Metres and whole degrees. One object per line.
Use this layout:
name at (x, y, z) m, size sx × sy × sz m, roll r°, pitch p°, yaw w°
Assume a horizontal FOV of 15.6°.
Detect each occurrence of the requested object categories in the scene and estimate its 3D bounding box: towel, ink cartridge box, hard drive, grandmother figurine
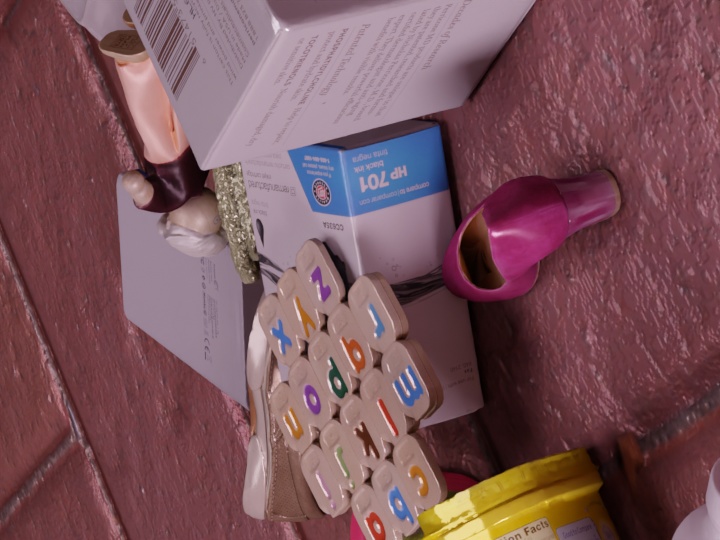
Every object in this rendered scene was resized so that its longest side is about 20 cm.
towel at (-0.093, -0.102, 1.882) m, size 0.148 × 0.036 × 0.201 m, roll -94°, pitch -5°, yaw -75°
ink cartridge box at (0.000, 0.000, 1.788) m, size 0.146 × 0.086 × 0.201 m, roll 10°, pitch 112°, yaw 58°
hard drive at (-0.133, 0.013, 2.087) m, size 0.200 × 0.025 × 0.133 m, roll 33°, pitch 131°, yaw 50°
grandmother figurine at (-0.137, -0.090, 1.900) m, size 0.060 × 0.121 × 0.201 m, roll 14°, pitch 136°, yaw 33°

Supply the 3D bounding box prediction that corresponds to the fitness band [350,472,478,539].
fitness band at (0.057, 0.213, 1.849) m, size 0.200 × 0.037 × 0.144 m, roll -6°, pitch 96°, yaw 60°

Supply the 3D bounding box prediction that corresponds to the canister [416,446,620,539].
canister at (0.128, 0.220, 1.613) m, size 0.086 × 0.148 × 0.201 m, roll -29°, pitch 80°, yaw 25°

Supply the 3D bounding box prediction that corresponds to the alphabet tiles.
alphabet tiles at (-0.005, 0.085, 1.739) m, size 0.196 × 0.015 × 0.200 m, roll 62°, pitch 148°, yaw 17°

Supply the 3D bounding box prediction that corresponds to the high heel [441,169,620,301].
high heel at (0.076, -0.013, 1.635) m, size 0.200 × 0.096 × 0.068 m, roll -21°, pitch 86°, yaw 61°

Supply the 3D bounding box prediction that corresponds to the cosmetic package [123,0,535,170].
cosmetic package at (-0.023, -0.190, 1.611) m, size 0.168 × 0.199 × 0.166 m, roll 63°, pitch 150°, yaw 18°

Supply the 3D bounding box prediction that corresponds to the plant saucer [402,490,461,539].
plant saucer at (0.071, 0.249, 1.776) m, size 0.199 × 0.031 × 0.201 m, roll 19°, pitch 117°, yaw 41°

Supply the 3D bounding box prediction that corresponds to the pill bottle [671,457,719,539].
pill bottle at (0.220, 0.200, 1.483) m, size 0.104 × 0.104 × 0.201 m, roll 42°, pitch 139°, yaw 43°

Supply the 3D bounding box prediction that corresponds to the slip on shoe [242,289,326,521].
slip on shoe at (-0.049, 0.097, 1.953) m, size 0.060 × 0.076 × 0.201 m, roll 11°, pitch 111°, yaw 14°

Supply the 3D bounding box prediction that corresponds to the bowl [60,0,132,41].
bowl at (-0.202, -0.279, 2.013) m, size 0.200 × 0.074 × 0.200 m, roll 55°, pitch 145°, yaw 33°
